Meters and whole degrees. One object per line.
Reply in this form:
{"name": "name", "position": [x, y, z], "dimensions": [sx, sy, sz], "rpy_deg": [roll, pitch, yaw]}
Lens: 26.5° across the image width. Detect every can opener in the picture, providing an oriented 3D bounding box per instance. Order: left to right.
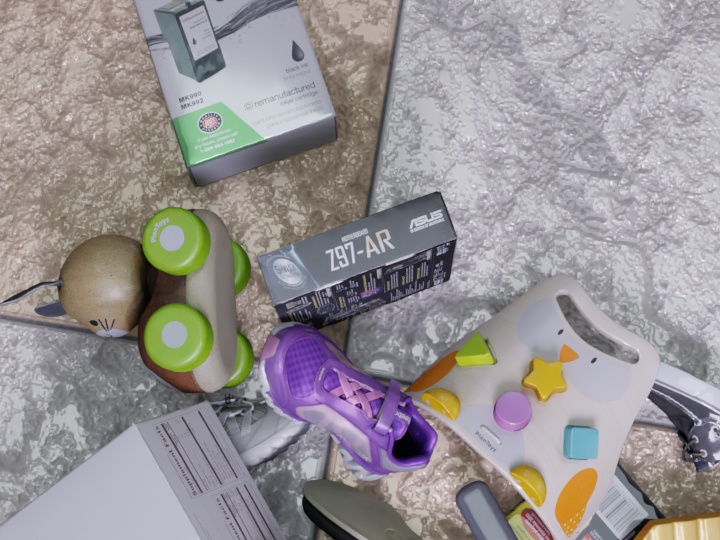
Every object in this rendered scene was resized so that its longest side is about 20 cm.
{"name": "can opener", "position": [0.130, 0.277, 1.305], "dimensions": [0.066, 0.053, 0.202], "rpy_deg": [-25, 81, -2]}

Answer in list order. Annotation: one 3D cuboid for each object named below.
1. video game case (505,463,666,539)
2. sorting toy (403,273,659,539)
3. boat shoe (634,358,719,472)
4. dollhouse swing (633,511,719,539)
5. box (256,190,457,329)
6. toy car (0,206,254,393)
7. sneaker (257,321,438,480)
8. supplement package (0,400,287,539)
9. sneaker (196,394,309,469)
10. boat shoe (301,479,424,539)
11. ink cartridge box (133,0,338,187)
{"name": "video game case", "position": [0.204, 0.282, 1.343], "dimensions": [0.180, 0.026, 0.200], "rpy_deg": [-40, 82, -6]}
{"name": "sorting toy", "position": [0.159, 0.100, 1.324], "dimensions": [0.200, 0.107, 0.180], "rpy_deg": [40, 77, 18]}
{"name": "boat shoe", "position": [0.317, 0.152, 1.346], "dimensions": [0.199, 0.070, 0.067], "rpy_deg": [33, 81, -1]}
{"name": "dollhouse swing", "position": [0.321, 0.316, 1.249], "dimensions": [0.197, 0.182, 0.178], "rpy_deg": [-5, 111, -7]}
{"name": "box", "position": [0.000, 0.000, 1.308], "dimensions": [0.159, 0.200, 0.044], "rpy_deg": [-20, 80, -1]}
{"name": "toy car", "position": [-0.208, 0.031, 1.335], "dimensions": [0.198, 0.164, 0.160], "rpy_deg": [-4, 79, 10]}
{"name": "sneaker", "position": [-0.003, 0.112, 1.293], "dimensions": [0.088, 0.200, 0.081], "rpy_deg": [3, 58, 46]}
{"name": "supplement package", "position": [-0.185, 0.231, 1.275], "dimensions": [0.199, 0.111, 0.157], "rpy_deg": [-36, 80, 25]}
{"name": "sneaker", "position": [-0.112, 0.138, 1.348], "dimensions": [0.199, 0.075, 0.082], "rpy_deg": [-34, 83, -4]}
{"name": "boat shoe", "position": [0.023, 0.247, 1.315], "dimensions": [0.200, 0.073, 0.064], "rpy_deg": [30, 113, 27]}
{"name": "ink cartridge box", "position": [-0.119, -0.199, 1.404], "dimensions": [0.144, 0.084, 0.202], "rpy_deg": [-19, 80, -3]}
